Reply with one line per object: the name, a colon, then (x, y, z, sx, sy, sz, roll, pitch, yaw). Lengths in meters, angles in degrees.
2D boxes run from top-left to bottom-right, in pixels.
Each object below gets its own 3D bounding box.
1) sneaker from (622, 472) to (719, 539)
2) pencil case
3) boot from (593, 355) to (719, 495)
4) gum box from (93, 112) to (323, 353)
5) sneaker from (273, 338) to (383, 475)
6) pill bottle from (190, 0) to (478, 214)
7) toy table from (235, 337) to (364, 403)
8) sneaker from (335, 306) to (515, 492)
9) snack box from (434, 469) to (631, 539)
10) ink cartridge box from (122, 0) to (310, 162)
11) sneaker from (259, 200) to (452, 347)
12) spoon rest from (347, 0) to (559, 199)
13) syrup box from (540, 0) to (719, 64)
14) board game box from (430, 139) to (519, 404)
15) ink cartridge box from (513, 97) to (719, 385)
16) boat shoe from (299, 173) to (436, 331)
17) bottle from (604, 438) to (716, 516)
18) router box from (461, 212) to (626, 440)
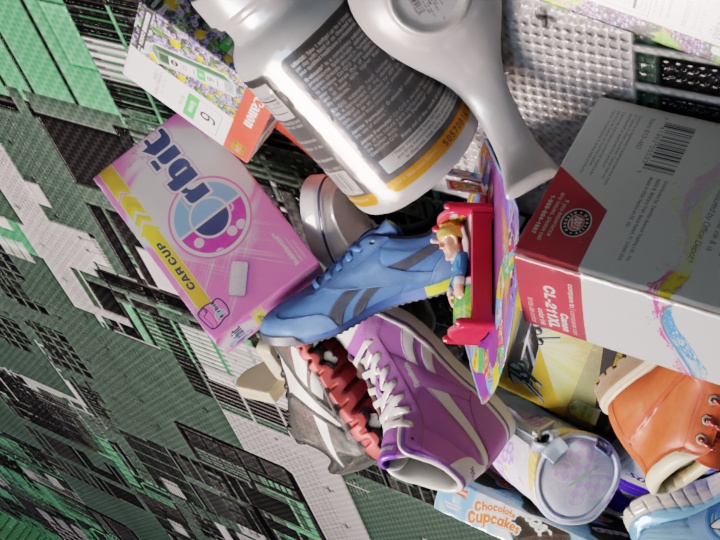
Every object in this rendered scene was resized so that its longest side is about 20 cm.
sneaker: (0.326, 0.212, 0.928, 0.199, 0.090, 0.078, -26, 151, 25)
pencil case: (0.160, 0.167, 1.032, 0.090, 0.083, 0.200, 35, 177, -14)
boot: (0.262, 0.084, 0.807, 0.075, 0.108, 0.200, 8, 139, -29)
gum box: (-0.137, -0.042, 0.988, 0.200, 0.113, 0.066, 52, 175, 13)
sneaker: (-0.043, 0.107, 1.034, 0.098, 0.071, 0.201, -35, 89, 24)
pill bottle: (-0.017, -0.145, 0.779, 0.200, 0.117, 0.116, 47, 149, -21)
toy table: (-0.036, 0.097, 1.162, 0.199, 0.117, 0.184, -3, 135, 46)
sneaker: (0.031, 0.108, 0.962, 0.200, 0.114, 0.073, 38, 142, 14)
snack box: (0.182, 0.240, 1.049, 0.199, 0.037, 0.116, 19, -173, 31)
ink cartridge box: (-0.098, -0.148, 0.924, 0.200, 0.050, 0.109, 36, 151, -2)
sneaker: (0.000, 0.000, 0.941, 0.066, 0.199, 0.079, -109, -3, -67)
spoon rest: (0.064, -0.144, 0.724, 0.099, 0.061, 0.201, -27, 109, 11)
syrup box: (0.138, -0.189, 0.591, 0.199, 0.079, 0.082, 24, 150, 18)
board game box: (0.074, -0.001, 0.817, 0.039, 0.200, 0.159, 4, 117, -5)
ink cartridge box: (0.218, -0.013, 0.702, 0.199, 0.146, 0.083, 19, 149, 26)
boat shoe: (0.011, -0.009, 1.006, 0.065, 0.072, 0.201, -5, 129, 29)
bottle: (0.267, 0.174, 1.013, 0.083, 0.066, 0.200, 16, 150, -1)
router box: (0.171, 0.050, 0.943, 0.156, 0.052, 0.201, 24, 150, 17)
